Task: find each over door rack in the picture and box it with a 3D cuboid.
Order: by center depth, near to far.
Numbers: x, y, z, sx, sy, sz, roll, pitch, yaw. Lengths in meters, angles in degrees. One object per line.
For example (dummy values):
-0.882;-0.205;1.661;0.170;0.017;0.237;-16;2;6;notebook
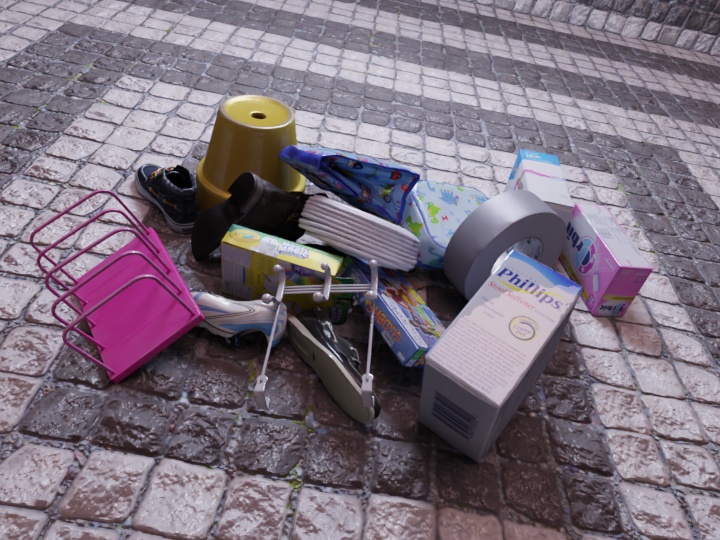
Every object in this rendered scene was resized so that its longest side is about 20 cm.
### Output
-0.051;0.071;0.762;0.147;0.067;0.200;-2;55;8;over door rack

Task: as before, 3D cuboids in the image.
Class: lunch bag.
-0.031;-0.164;0.986;0.200;0.094;0.151;19;6;-33;lunch bag
0.160;-0.074;1.066;0.200;0.082;0.161;2;56;-34;lunch bag

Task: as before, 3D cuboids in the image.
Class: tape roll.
0.237;-0.031;0.983;0.200;0.201;0.066;-11;44;-28;tape roll

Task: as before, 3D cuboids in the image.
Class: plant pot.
-0.192;-0.199;1.075;0.200;0.189;0.201;8;39;-7;plant pot

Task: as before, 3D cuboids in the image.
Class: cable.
0.002;-0.059;0.952;0.200;0.069;0.200;25;5;36;cable

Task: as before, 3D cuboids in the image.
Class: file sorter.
-0.327;0.011;0.783;0.139;0.125;0.200;-36;53;-6;file sorter

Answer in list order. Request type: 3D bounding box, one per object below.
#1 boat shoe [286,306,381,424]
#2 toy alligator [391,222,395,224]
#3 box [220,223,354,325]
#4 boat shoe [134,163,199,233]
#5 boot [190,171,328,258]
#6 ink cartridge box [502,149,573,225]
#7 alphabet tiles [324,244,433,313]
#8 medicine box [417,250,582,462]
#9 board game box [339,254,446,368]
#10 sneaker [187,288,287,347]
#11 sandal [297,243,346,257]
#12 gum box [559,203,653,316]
-0.028;0.122;0.820;0.068;0.072;0.200;-19;47;-29;boat shoe
0.082;-0.091;1.136;0.054;0.059;0.200;42;28;-40;toy alligator
-0.106;0.011;0.896;0.200;0.117;0.048;19;47;5;box
-0.339;-0.157;1.057;0.071;0.091;0.200;-21;49;-35;boat shoe
-0.164;-0.074;0.998;0.174;0.200;0.069;16;41;-51;boot
0.335;-0.123;1.168;0.084;0.145;0.200;11;38;-2;ink cartridge box
0.000;0.000;1.031;0.200;0.008;0.167;-18;48;-34;alphabet tiles
0.172;0.111;0.762;0.103;0.182;0.200;32;61;23;medicine box
0.061;0.064;0.891;0.135;0.034;0.200;19;27;-46;board game box
-0.203;0.067;0.846;0.199;0.072;0.073;7;80;7;sneaker
-0.096;-0.016;0.962;0.200;0.076;0.048;15;16;-2;sandal
0.436;-0.026;1.104;0.066;0.114;0.200;3;40;-13;gum box
